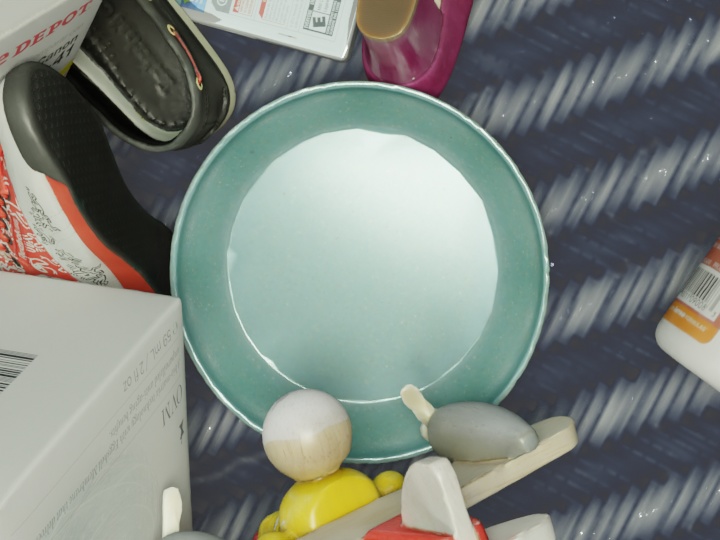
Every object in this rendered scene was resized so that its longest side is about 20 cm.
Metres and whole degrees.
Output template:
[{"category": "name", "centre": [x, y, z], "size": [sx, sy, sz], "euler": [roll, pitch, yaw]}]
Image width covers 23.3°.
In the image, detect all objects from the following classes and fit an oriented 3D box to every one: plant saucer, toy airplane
[{"category": "plant saucer", "centre": [0.000, 0.000, 0.920], "size": [0.198, 0.036, 0.202], "euler": [1, 100, 4]}, {"category": "toy airplane", "centre": [-0.002, 0.119, 0.827], "size": [0.198, 0.200, 0.142], "euler": [-30, 79, 16]}]

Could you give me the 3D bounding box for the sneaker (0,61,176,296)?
[{"category": "sneaker", "centre": [-0.169, -0.024, 0.877], "size": [0.107, 0.202, 0.068], "euler": [-9, 60, 12]}]

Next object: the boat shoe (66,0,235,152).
[{"category": "boat shoe", "centre": [-0.149, -0.145, 0.918], "size": [0.074, 0.063, 0.201], "euler": [-43, 90, 18]}]

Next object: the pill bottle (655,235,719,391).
[{"category": "pill bottle", "centre": [0.245, -0.015, 0.864], "size": [0.112, 0.112, 0.201], "euler": [36, 94, 5]}]

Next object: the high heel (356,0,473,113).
[{"category": "high heel", "centre": [0.048, -0.183, 0.928], "size": [0.067, 0.096, 0.202], "euler": [8, 70, 16]}]

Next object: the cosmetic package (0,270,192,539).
[{"category": "cosmetic package", "centre": [-0.167, 0.135, 0.810], "size": [0.122, 0.200, 0.202], "euler": [8, 117, 15]}]

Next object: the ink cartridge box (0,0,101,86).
[{"category": "ink cartridge box", "centre": [-0.220, -0.087, 0.854], "size": [0.086, 0.147, 0.200], "euler": [45, 140, 4]}]

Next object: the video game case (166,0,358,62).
[{"category": "video game case", "centre": [-0.083, -0.208, 0.947], "size": [0.198, 0.018, 0.145], "euler": [16, 93, 6]}]
